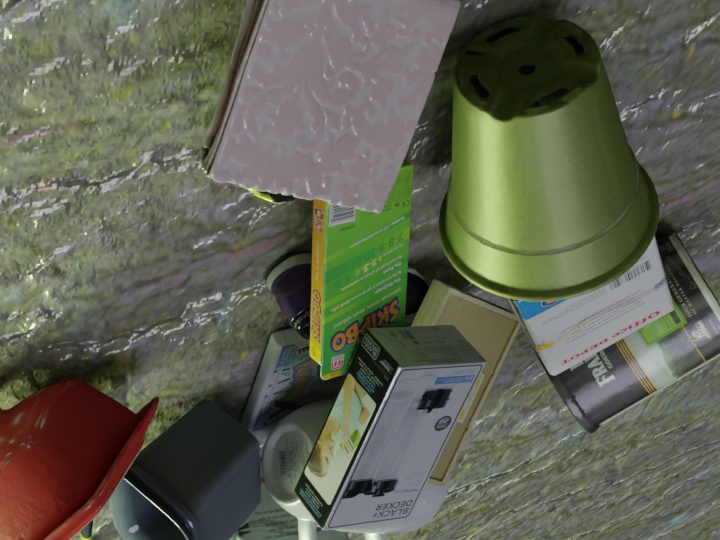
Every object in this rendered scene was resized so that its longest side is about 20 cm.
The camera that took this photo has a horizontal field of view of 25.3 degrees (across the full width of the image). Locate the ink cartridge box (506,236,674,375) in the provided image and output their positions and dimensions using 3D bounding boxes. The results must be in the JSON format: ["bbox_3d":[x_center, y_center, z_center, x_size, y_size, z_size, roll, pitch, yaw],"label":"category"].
[{"bbox_3d":[0.203,-0.019,1.579,0.147,0.145,0.200,-28,151,2],"label":"ink cartridge box"}]

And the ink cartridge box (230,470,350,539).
[{"bbox_3d":[-0.091,0.324,1.852,0.146,0.201,0.083,-2,147,-35],"label":"ink cartridge box"}]

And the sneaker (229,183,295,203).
[{"bbox_3d":[-0.042,-0.110,1.324,0.199,0.081,0.074,-18,114,-45],"label":"sneaker"}]

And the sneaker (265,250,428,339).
[{"bbox_3d":[-0.002,0.043,1.576,0.199,0.088,0.076,5,139,-43],"label":"sneaker"}]

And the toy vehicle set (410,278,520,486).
[{"bbox_3d":[0.081,0.119,1.656,0.124,0.026,0.201,23,94,-43],"label":"toy vehicle set"}]

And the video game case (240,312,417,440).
[{"bbox_3d":[-0.030,0.111,1.734,0.181,0.022,0.200,-12,148,-24],"label":"video game case"}]

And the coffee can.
[{"bbox_3d":[0.306,0.070,1.806,0.199,0.147,0.146,-32,151,10],"label":"coffee can"}]

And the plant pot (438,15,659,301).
[{"bbox_3d":[0.151,-0.111,1.379,0.199,0.200,0.190,-23,138,-5],"label":"plant pot"}]

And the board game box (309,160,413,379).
[{"bbox_3d":[0.000,0.000,1.473,0.095,0.030,0.201,-15,119,-31],"label":"board game box"}]

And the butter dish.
[{"bbox_3d":[-0.312,0.178,1.509,0.199,0.148,0.200,-40,-170,25],"label":"butter dish"}]

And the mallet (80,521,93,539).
[{"bbox_3d":[-0.303,0.305,1.788,0.041,0.066,0.200,-14,149,-22],"label":"mallet"}]

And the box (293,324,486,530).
[{"bbox_3d":[0.027,0.151,1.537,0.116,0.060,0.201,0,125,-41],"label":"box"}]

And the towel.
[{"bbox_3d":[-0.023,-0.147,1.226,0.199,0.032,0.192,10,104,-48],"label":"towel"}]

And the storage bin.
[{"bbox_3d":[-0.185,0.231,1.712,0.134,0.145,0.200,-44,159,-26],"label":"storage bin"}]

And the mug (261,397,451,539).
[{"bbox_3d":[-0.014,0.235,1.730,0.175,0.201,0.147,8,173,-43],"label":"mug"}]
